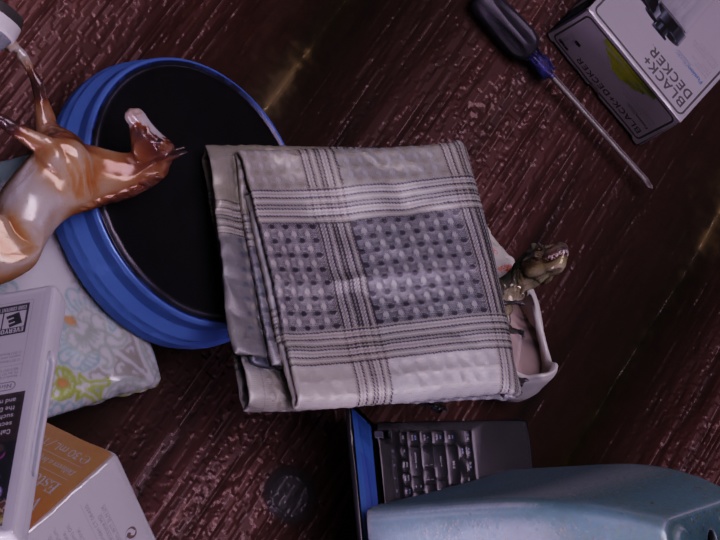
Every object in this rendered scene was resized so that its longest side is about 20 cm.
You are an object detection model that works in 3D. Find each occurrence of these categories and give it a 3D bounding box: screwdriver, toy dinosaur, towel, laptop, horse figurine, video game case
[{"bbox_3d":[0.152,-0.134,1.831,0.200,0.029,0.028,49,59,-13],"label":"screwdriver"},{"bbox_3d":[0.062,0.051,1.663,0.199,0.047,0.088,-23,61,4],"label":"toy dinosaur"},{"bbox_3d":[-0.241,0.019,1.561,0.199,0.048,0.172,-16,88,-31],"label":"towel"},{"bbox_3d":[0.062,0.182,1.649,0.199,0.103,0.178,1,77,-28],"label":"laptop"},{"bbox_3d":[0.000,0.000,1.601,0.199,0.035,0.193,-3,69,-21],"label":"towel"},{"bbox_3d":[-0.221,-0.049,1.506,0.133,0.050,0.200,46,72,-18],"label":"horse figurine"},{"bbox_3d":[-0.277,0.099,1.422,0.023,0.199,0.182,64,22,-45],"label":"video game case"}]

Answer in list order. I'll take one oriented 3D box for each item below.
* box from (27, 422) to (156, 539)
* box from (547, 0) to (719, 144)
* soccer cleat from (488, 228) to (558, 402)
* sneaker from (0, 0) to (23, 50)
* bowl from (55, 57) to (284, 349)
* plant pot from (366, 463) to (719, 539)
[{"bbox_3d":[-0.242,0.184,1.432,0.200,0.152,0.107,-42,131,-29],"label":"box"},{"bbox_3d":[0.250,-0.205,1.880,0.117,0.060,0.200,50,60,-8],"label":"box"},{"bbox_3d":[0.082,-0.002,1.723,0.069,0.078,0.201,-28,91,-32],"label":"soccer cleat"},{"bbox_3d":[-0.306,-0.124,1.493,0.084,0.199,0.121,41,63,-52],"label":"sneaker"},{"bbox_3d":[-0.118,-0.048,1.619,0.200,0.039,0.202,19,61,-38],"label":"bowl"},{"bbox_3d":[0.153,0.224,1.581,0.195,0.199,0.197,-7,85,-56],"label":"plant pot"}]
